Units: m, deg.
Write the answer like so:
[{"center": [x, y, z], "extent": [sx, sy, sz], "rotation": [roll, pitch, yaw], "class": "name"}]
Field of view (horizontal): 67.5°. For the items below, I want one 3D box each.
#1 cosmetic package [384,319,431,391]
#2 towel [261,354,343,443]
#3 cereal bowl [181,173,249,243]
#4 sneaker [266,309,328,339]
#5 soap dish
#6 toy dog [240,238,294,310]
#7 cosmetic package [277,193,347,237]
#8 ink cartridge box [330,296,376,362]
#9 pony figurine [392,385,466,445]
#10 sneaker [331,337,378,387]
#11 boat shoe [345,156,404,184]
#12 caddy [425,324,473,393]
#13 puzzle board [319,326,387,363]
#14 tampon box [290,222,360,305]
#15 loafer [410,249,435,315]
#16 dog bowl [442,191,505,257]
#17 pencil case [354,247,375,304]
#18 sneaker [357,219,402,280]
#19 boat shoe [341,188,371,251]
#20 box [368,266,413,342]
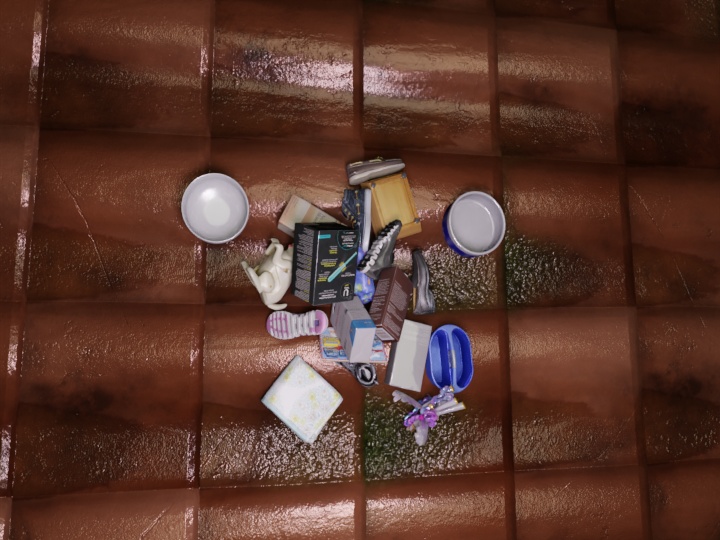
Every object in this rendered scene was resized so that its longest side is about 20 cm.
[{"center": [0.145, 0.259, 1.652], "extent": [0.103, 0.090, 0.207], "rotation": [15, 83, -8], "class": "cosmetic package"}, {"center": [-0.169, 0.383, 1.593], "extent": [0.199, 0.048, 0.172], "rotation": [42, 74, -4], "class": "towel"}, {"center": [-0.426, -0.176, 1.594], "extent": [0.193, 0.083, 0.208], "rotation": [2, 82, -11], "class": "cereal bowl"}, {"center": [-0.182, 0.162, 1.606], "extent": [0.193, 0.088, 0.084], "rotation": [-3, 83, 11], "class": "sneaker"}, {"center": [0.101, -0.203, 1.704], "extent": [0.153, 0.081, 0.206], "rotation": [-16, 85, -13], "class": "soap dish"}, {"center": [-0.224, 0.000, 1.587], "extent": [0.197, 0.139, 0.198], "rotation": [-33, 102, -13], "class": "toy dog"}, {"center": [-0.145, -0.132, 1.642], "extent": [0.196, 0.087, 0.106], "rotation": [29, 77, -6], "class": "cosmetic package"}, {"center": [-0.025, 0.156, 1.569], "extent": [0.065, 0.201, 0.119], "rotation": [-1, 121, -21], "class": "ink cartridge box"}, {"center": [0.195, 0.412, 1.570], "extent": [0.197, 0.193, 0.170], "rotation": [-30, 62, 11], "class": "pony figurine"}, {"center": [-0.020, 0.270, 1.601], "extent": [0.199, 0.114, 0.076], "rotation": [42, 78, -4], "class": "sneaker"}, {"center": [0.048, -0.329, 1.716], "extent": [0.194, 0.072, 0.061], "rotation": [-18, 78, -14], "class": "boat shoe"}, {"center": [0.273, 0.272, 1.663], "extent": [0.136, 0.105, 0.208], "rotation": [-4, 84, -11], "class": "caddy"}, {"center": [-0.024, 0.217, 1.601], "extent": [0.193, 0.152, 0.018], "rotation": [5, 121, -11], "class": "puzzle board"}, {"center": [-0.101, -0.023, 1.514], "extent": [0.147, 0.125, 0.207], "rotation": [-4, 106, -39], "class": "tampon box"}, {"center": [0.182, 0.039, 1.695], "extent": [0.070, 0.073, 0.207], "rotation": [-11, 84, -8], "class": "loafer"}, {"center": [0.367, -0.147, 1.751], "extent": [0.193, 0.079, 0.208], "rotation": [1, 82, -10], "class": "dog bowl"}, {"center": [0.000, 0.000, 1.656], "extent": [0.077, 0.085, 0.207], "rotation": [-2, 82, -52], "class": "pencil case"}, {"center": [0.074, -0.057, 1.619], "extent": [0.090, 0.066, 0.202], "rotation": [40, 78, -24], "class": "sneaker"}, {"center": [-0.013, -0.153, 1.622], "extent": [0.087, 0.071, 0.207], "rotation": [2, 65, -1], "class": "boat shoe"}, {"center": [0.088, 0.102, 1.618], "extent": [0.100, 0.073, 0.205], "rotation": [43, 54, -36], "class": "box"}]
